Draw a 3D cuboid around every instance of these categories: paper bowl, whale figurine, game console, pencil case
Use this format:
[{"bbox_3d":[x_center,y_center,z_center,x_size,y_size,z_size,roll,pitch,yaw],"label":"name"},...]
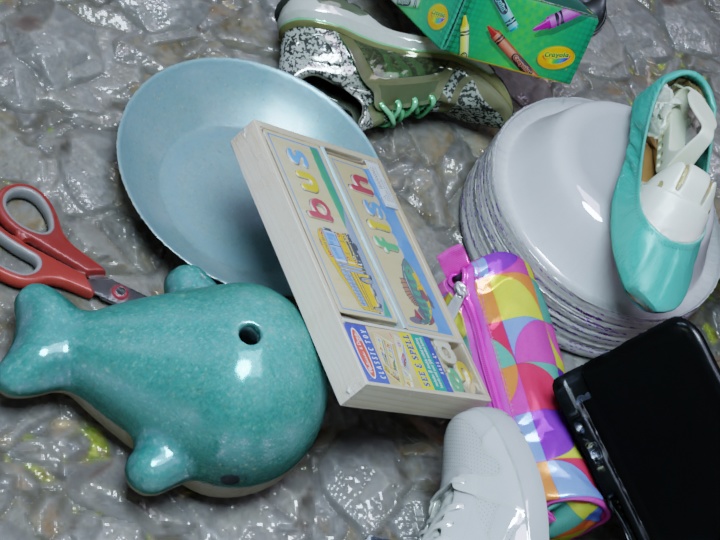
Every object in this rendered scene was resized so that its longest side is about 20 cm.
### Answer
[{"bbox_3d":[0.182,-0.044,1.122,0.198,0.105,0.203,15,52,-19],"label":"paper bowl"},{"bbox_3d":[-0.113,0.054,0.898,0.198,0.104,0.161,17,54,-11],"label":"whale figurine"},{"bbox_3d":[0.217,0.133,0.937,0.202,0.116,0.175,65,23,8],"label":"game console"},{"bbox_3d":[0.101,0.084,1.001,0.087,0.089,0.202,-1,57,-27],"label":"pencil case"}]

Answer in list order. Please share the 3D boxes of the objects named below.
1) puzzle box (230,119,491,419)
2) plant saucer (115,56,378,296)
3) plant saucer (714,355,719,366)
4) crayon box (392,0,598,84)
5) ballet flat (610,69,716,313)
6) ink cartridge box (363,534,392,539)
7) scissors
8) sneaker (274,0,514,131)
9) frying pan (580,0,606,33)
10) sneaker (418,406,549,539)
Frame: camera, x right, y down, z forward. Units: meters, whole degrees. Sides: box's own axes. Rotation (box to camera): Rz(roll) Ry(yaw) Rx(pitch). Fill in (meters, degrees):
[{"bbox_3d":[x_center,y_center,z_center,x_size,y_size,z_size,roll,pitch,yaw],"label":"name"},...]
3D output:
[{"bbox_3d":[0.000,0.000,0.959,0.132,0.025,0.202,12,46,-50],"label":"puzzle box"},{"bbox_3d":[-0.077,-0.058,1.043,0.199,0.039,0.203,14,51,-18],"label":"plant saucer"},{"bbox_3d":[0.295,0.145,1.093,0.198,0.030,0.202,14,52,-19],"label":"plant saucer"},{"bbox_3d":[0.084,-0.221,1.171,0.118,0.059,0.200,10,27,-28],"label":"crayon box"},{"bbox_3d":[0.214,-0.066,1.038,0.067,0.071,0.202,22,50,-12],"label":"ballet flat"},{"bbox_3d":[0.082,0.271,0.884,0.196,0.043,0.202,15,53,-17],"label":"ink cartridge box"},{"bbox_3d":[-0.169,0.015,0.962,0.199,0.014,0.073,37,46,0],"label":"scissors"},{"bbox_3d":[0.019,-0.133,1.138,0.198,0.077,0.090,19,69,-9],"label":"sneaker"},{"bbox_3d":[0.140,-0.247,1.300,0.188,0.031,0.116,-10,61,-35],"label":"frying pan"},{"bbox_3d":[0.046,0.162,0.869,0.114,0.074,0.202,11,51,-23],"label":"sneaker"}]
